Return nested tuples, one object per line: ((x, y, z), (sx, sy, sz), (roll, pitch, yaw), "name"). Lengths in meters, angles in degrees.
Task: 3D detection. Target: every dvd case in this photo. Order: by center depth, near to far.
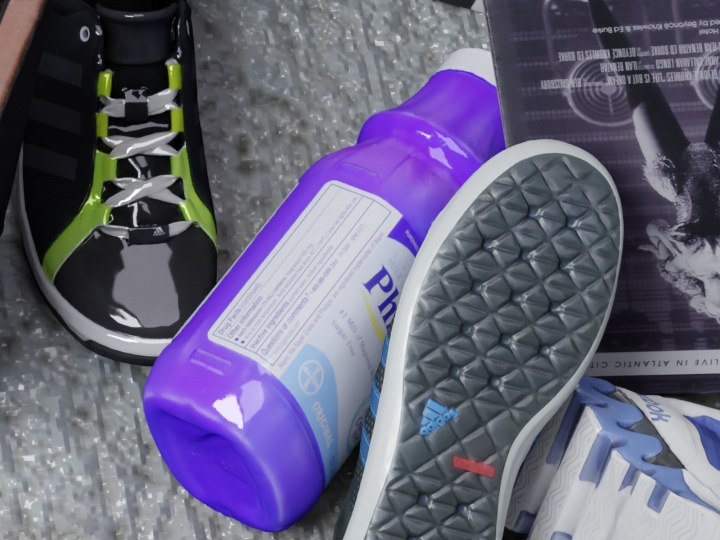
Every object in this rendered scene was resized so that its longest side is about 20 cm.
((0.127, -0.042, 0.830), (0.147, 0.201, 0.016), (-2, 31, 16), "dvd case")

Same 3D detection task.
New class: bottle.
((0.000, 0.000, 0.855), (0.065, 0.084, 0.200), (21, 57, 28), "bottle")

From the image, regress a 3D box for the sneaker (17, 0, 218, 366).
((-0.095, -0.064, 0.857), (0.071, 0.083, 0.201), (-7, 69, -18), "sneaker")

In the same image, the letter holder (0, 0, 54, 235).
((-0.190, -0.039, 0.752), (0.141, 0.200, 0.101), (20, 63, -6), "letter holder")

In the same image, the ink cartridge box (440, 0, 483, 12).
((0.067, -0.202, 0.992), (0.094, 0.037, 0.201), (14, 66, -9), "ink cartridge box")

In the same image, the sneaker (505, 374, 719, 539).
((0.135, 0.099, 0.821), (0.114, 0.081, 0.200), (4, 32, -34), "sneaker")

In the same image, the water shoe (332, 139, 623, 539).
((0.029, 0.047, 0.815), (0.071, 0.079, 0.201), (23, 85, -12), "water shoe")
